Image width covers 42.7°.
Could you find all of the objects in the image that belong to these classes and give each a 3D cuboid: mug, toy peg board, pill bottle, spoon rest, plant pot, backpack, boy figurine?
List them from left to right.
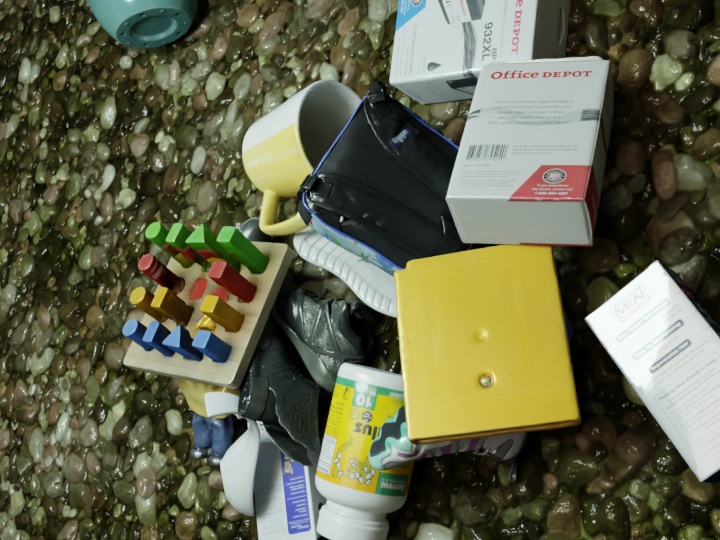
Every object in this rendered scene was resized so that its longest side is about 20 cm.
[{"bbox_3d":[-0.353,-0.458,1.486,0.200,0.200,0.161,-24,77,31],"label":"plant pot"},{"bbox_3d":[-0.220,0.030,1.188,0.200,0.098,0.199,5,63,36],"label":"toy peg board"},{"bbox_3d":[-0.206,0.162,1.263,0.124,0.064,0.200,7,102,39],"label":"boy figurine"},{"bbox_3d":[-0.154,0.235,1.183,0.061,0.200,0.099,-11,40,-8],"label":"spoon rest"},{"bbox_3d":[-0.089,-0.153,1.230,0.153,0.187,0.150,-11,116,43],"label":"mug"},{"bbox_3d":[0.009,0.218,1.094,0.113,0.113,0.200,10,84,38],"label":"pill bottle"},{"bbox_3d":[0.047,-0.086,1.099,0.200,0.147,0.183,34,81,1],"label":"backpack"}]

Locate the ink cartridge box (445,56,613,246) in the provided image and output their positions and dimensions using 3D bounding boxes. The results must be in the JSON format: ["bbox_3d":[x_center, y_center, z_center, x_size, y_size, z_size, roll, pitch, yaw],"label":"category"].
[{"bbox_3d":[0.189,-0.129,0.998,0.147,0.083,0.200,3,56,24],"label":"ink cartridge box"}]

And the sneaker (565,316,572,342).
[{"bbox_3d":[0.141,0.045,1.057,0.200,0.078,0.070,14,88,38],"label":"sneaker"}]

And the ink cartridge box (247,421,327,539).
[{"bbox_3d":[-0.093,0.285,1.203,0.099,0.039,0.200,-20,67,33],"label":"ink cartridge box"}]

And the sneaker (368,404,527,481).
[{"bbox_3d":[0.120,0.189,1.018,0.200,0.140,0.078,-37,17,8],"label":"sneaker"}]

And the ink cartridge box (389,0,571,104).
[{"bbox_3d":[0.145,-0.294,1.131,0.200,0.084,0.145,1,79,37],"label":"ink cartridge box"}]

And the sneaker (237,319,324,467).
[{"bbox_3d":[-0.095,0.148,1.156,0.060,0.104,0.200,-59,17,32],"label":"sneaker"}]

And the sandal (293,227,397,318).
[{"bbox_3d":[0.005,-0.006,1.192,0.203,0.050,0.082,35,81,22],"label":"sandal"}]

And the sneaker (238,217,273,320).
[{"bbox_3d":[-0.146,0.027,1.289,0.079,0.075,0.200,15,98,36],"label":"sneaker"}]

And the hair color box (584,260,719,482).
[{"bbox_3d":[0.325,0.099,0.916,0.100,0.060,0.200,-43,58,21],"label":"hair color box"}]

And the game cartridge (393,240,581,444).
[{"bbox_3d":[0.128,0.074,0.969,0.176,0.032,0.200,-9,65,13],"label":"game cartridge"}]

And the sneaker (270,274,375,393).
[{"bbox_3d":[-0.050,0.052,1.205,0.114,0.076,0.199,-47,59,16],"label":"sneaker"}]
